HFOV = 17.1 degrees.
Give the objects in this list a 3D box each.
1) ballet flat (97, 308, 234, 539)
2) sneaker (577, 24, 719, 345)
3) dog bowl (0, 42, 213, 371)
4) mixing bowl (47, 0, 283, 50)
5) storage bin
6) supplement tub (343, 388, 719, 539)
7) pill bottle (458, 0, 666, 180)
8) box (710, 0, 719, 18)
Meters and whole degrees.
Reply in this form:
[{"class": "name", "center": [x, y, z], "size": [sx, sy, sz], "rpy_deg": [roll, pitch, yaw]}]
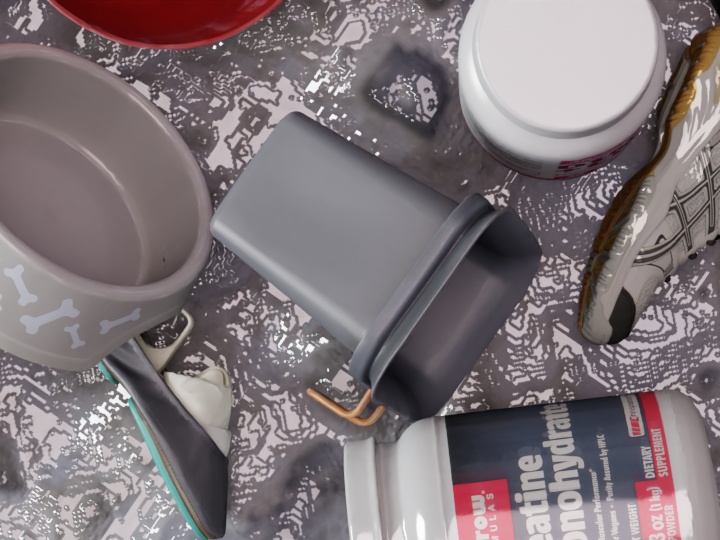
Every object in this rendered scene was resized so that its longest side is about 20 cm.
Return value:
[{"class": "ballet flat", "center": [-0.117, 0.059, 1.390], "size": [0.073, 0.073, 0.200], "rpy_deg": [-34, 84, 1]}, {"class": "sneaker", "center": [0.196, -0.038, 1.376], "size": [0.088, 0.076, 0.200], "rpy_deg": [26, 95, -7]}, {"class": "dog bowl", "center": [-0.169, -0.042, 1.332], "size": [0.200, 0.200, 0.059], "rpy_deg": [48, 127, 4]}, {"class": "mixing bowl", "center": [-0.129, -0.221, 1.367], "size": [0.200, 0.108, 0.200], "rpy_deg": [0, 89, -22]}, {"class": "storage bin", "center": [0.000, 0.000, 1.332], "size": [0.134, 0.200, 0.146], "rpy_deg": [35, 89, 15]}, {"class": "supplement tub", "center": [0.097, 0.145, 1.338], "size": [0.200, 0.140, 0.140], "rpy_deg": [-7, 87, 2]}, {"class": "pill bottle", "center": [0.110, -0.113, 1.319], "size": [0.113, 0.200, 0.113], "rpy_deg": [0, 88, 3]}, {"class": "box", "center": [0.240, -0.264, 1.398], "size": [0.160, 0.044, 0.200], "rpy_deg": [-27, 87, 1]}]
